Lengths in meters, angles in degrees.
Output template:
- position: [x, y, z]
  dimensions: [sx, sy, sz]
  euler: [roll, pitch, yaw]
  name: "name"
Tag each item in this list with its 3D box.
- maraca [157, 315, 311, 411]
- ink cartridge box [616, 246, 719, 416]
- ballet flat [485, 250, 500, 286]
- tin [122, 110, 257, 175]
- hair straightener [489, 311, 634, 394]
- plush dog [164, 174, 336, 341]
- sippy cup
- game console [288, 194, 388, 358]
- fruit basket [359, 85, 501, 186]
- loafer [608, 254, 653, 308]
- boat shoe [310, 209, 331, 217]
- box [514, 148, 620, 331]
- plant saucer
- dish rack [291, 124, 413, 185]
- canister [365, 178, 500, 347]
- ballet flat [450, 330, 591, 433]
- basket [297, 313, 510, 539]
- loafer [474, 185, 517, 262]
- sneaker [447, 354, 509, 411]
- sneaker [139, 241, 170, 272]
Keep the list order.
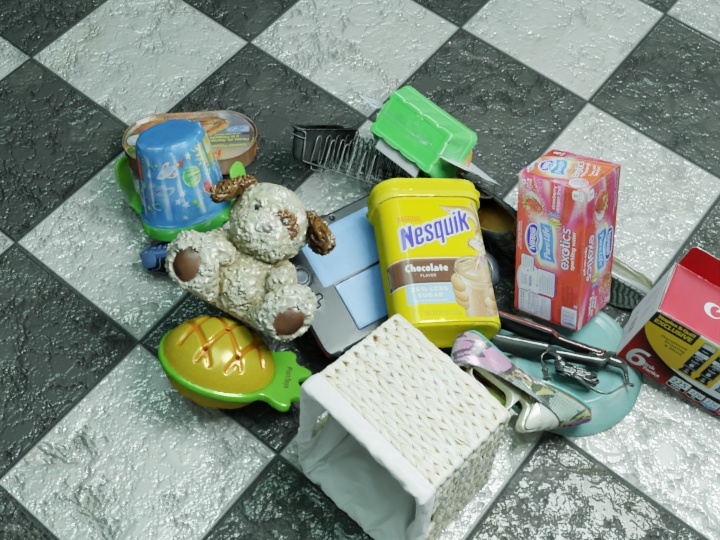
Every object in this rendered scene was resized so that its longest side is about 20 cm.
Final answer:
- position: [-0.157, 0.120, 1.338]
  dimensions: [0.196, 0.108, 0.138]
  euler: [16, 34, -8]
  name: "maraca"
- position: [0.443, 0.088, 1.309]
  dimensions: [0.198, 0.176, 0.084]
  euler: [29, 58, 5]
  name: "ink cartridge box"
- position: [0.115, -0.038, 1.474]
  dimensions: [0.199, 0.074, 0.073]
  euler: [38, 63, 25]
  name: "ballet flat"
- position: [-0.249, -0.184, 1.564]
  dimensions: [0.196, 0.042, 0.113]
  euler: [-3, 43, -3]
  name: "tin"
- position: [0.250, 0.119, 1.350]
  dimensions: [0.197, 0.041, 0.078]
  euler: [21, 59, 7]
  name: "hair straightener"
- position: [-0.128, -0.025, 1.335]
  dimensions: [0.198, 0.160, 0.174]
  euler: [28, 85, -4]
  name: "plush dog"
- position: [-0.248, -0.130, 1.456]
  dimensions: [0.174, 0.132, 0.140]
  euler: [-14, 32, -7]
  name: "sippy cup"
- position: [0.000, 0.000, 1.402]
  dimensions: [0.198, 0.031, 0.178]
  euler: [-26, 69, -17]
  name: "game console"
- position: [0.097, -0.172, 1.466]
  dimensions: [0.184, 0.200, 0.094]
  euler: [39, 97, 17]
  name: "fruit basket"
- position: [0.318, -0.021, 1.457]
  dimensions: [0.198, 0.076, 0.070]
  euler: [32, 66, 19]
  name: "loafer"
- position: [-0.053, -0.047, 1.474]
  dimensions: [0.196, 0.063, 0.076]
  euler: [-3, 58, -2]
  name: "boat shoe"
- position: [0.263, -0.040, 1.361]
  dimensions: [0.099, 0.203, 0.095]
  euler: [19, 36, 34]
  name: "box"
- position: [0.273, 0.116, 1.391]
  dimensions: [0.196, 0.036, 0.203]
  euler: [0, 57, -1]
  name: "plant saucer"
- position: [0.012, -0.154, 1.494]
  dimensions: [0.197, 0.056, 0.153]
  euler: [21, 18, 26]
  name: "dish rack"
- position: [0.093, -0.009, 1.355]
  dimensions: [0.146, 0.087, 0.203]
  euler: [-1, 63, -17]
  name: "canister"
- position: [0.189, 0.151, 1.296]
  dimensions: [0.198, 0.069, 0.072]
  euler: [34, 61, -8]
  name: "ballet flat"
- position: [0.044, 0.197, 1.240]
  dimensions: [0.199, 0.200, 0.160]
  euler: [39, 60, 23]
  name: "basket"
- position: [0.166, -0.083, 1.470]
  dimensions: [0.199, 0.072, 0.073]
  euler: [30, 81, 40]
  name: "loafer"
- position: [0.107, 0.138, 1.357]
  dimensions: [0.199, 0.079, 0.090]
  euler: [36, 54, 14]
  name: "sneaker"
- position: [-0.206, -0.006, 1.441]
  dimensions: [0.196, 0.079, 0.070]
  euler: [-5, 17, 21]
  name: "sneaker"
